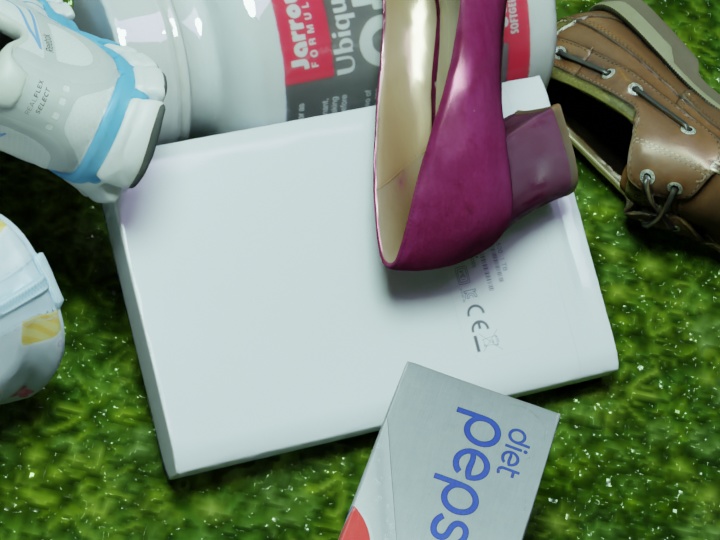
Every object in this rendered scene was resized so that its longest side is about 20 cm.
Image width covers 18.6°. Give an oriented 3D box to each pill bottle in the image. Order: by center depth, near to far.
[{"bbox_3d":[-0.022,-0.106,0.976,0.198,0.111,0.111,-13,55,-20],"label":"pill bottle"}]

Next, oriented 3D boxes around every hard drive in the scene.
[{"bbox_3d":[0.000,0.000,0.919,0.198,0.025,0.133,-12,81,-20],"label":"hard drive"}]

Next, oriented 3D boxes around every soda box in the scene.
[{"bbox_3d":[0.015,0.135,0.822,0.068,0.064,0.201,19,51,5],"label":"soda box"}]

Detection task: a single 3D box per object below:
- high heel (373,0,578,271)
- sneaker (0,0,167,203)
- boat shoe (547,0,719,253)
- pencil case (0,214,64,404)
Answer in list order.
[{"bbox_3d":[0.018,-0.103,0.891,0.096,0.067,0.201,-25,93,-31],"label":"high heel"},{"bbox_3d":[-0.156,-0.088,0.902,0.086,0.076,0.200,22,0,-34],"label":"sneaker"},{"bbox_3d":[0.145,-0.043,0.992,0.068,0.072,0.200,-25,51,-23],"label":"boat shoe"},{"bbox_3d":[-0.203,0.042,0.814,0.199,0.091,0.083,-28,81,-45],"label":"pencil case"}]
